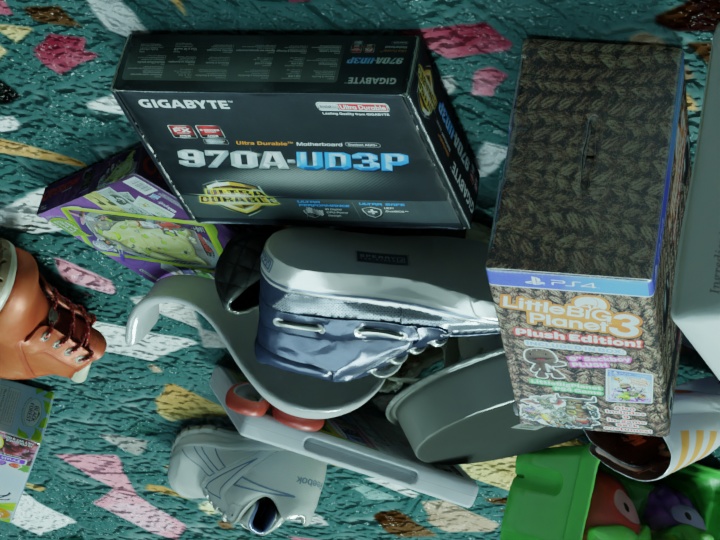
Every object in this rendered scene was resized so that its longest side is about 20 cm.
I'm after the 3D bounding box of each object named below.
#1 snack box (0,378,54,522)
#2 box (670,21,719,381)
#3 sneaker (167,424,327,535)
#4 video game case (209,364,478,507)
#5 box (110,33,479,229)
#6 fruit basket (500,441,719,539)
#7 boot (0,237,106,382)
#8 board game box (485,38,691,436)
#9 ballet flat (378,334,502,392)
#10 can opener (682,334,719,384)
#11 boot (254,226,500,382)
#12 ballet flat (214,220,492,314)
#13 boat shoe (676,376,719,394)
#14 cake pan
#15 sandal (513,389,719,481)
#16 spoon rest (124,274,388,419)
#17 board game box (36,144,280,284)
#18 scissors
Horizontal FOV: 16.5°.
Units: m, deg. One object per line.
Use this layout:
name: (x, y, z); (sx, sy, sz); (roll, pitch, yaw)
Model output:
snack box: (-0.345, 0.143, 2.114); (0.141, 0.053, 0.200); (18, 152, -8)
box: (0.296, -0.018, 1.402); (0.170, 0.201, 0.199); (-3, 150, 30)
sneaker: (-0.098, 0.171, 2.020); (0.074, 0.088, 0.200); (21, 160, -31)
video game case: (-0.017, 0.123, 1.871); (0.181, 0.022, 0.200); (19, -176, -12)
box: (-0.038, -0.087, 1.575); (0.199, 0.046, 0.159); (3, 150, 19)
fruit basket: (0.226, 0.216, 1.859); (0.214, 0.157, 0.216); (13, 176, 1)
boot: (-0.240, 0.033, 1.860); (0.106, 0.076, 0.200); (12, 161, -5)
board game box: (0.144, -0.017, 1.509); (0.096, 0.160, 0.200); (4, 151, 13)
ballet flat: (0.071, 0.045, 1.751); (0.072, 0.072, 0.199); (30, 148, -29)
can opener: (0.219, 0.028, 1.677); (0.199, 0.079, 0.063); (22, -167, -20)
boot: (0.029, 0.030, 1.649); (0.199, 0.073, 0.091); (9, 124, -1)
ballet flat: (0.000, 0.000, 1.688); (0.198, 0.057, 0.067); (-6, 143, 5)
boat shoe: (0.303, 0.113, 1.750); (0.198, 0.067, 0.070); (-1, 156, 5)
cake pan: (0.118, 0.092, 1.761); (0.199, 0.037, 0.200); (-13, 162, -4)
sandal: (0.175, 0.110, 1.655); (0.206, 0.060, 0.079); (1, -179, -43)
spoon rest: (-0.075, 0.049, 1.750); (0.199, 0.099, 0.061); (16, 134, 21)
board game box: (-0.115, -0.017, 1.754); (0.200, 0.032, 0.120); (32, 143, -32)
scissors: (-0.046, 0.086, 1.826); (0.073, 0.014, 0.200); (15, -168, 9)
